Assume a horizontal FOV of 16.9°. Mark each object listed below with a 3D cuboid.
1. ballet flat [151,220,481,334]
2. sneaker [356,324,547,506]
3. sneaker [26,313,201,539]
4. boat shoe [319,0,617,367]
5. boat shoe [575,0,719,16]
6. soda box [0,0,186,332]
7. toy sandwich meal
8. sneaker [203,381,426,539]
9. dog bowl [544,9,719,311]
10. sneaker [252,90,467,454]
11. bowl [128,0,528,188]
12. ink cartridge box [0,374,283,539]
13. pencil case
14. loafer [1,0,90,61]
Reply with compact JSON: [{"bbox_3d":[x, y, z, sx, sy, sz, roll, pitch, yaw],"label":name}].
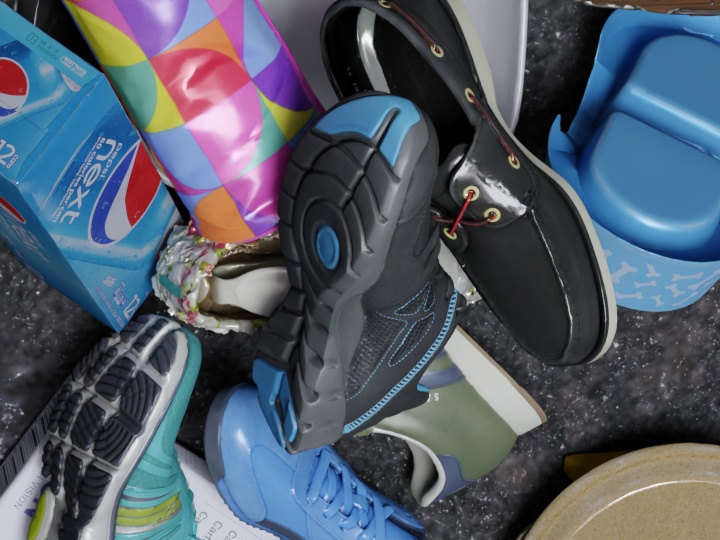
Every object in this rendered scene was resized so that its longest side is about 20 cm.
[{"bbox_3d":[0.000,0.000,1.169,0.199,0.064,0.076,-10,110,-6],"label":"ballet flat"},{"bbox_3d":[0.005,0.045,1.252,0.090,0.067,0.200,-45,115,1],"label":"sneaker"},{"bbox_3d":[-0.117,0.114,1.220,0.079,0.077,0.201,7,110,-35],"label":"sneaker"},{"bbox_3d":[0.047,-0.041,1.111,0.074,0.063,0.202,-32,85,42],"label":"boat shoe"},{"bbox_3d":[0.179,-0.159,1.172,0.199,0.068,0.072,2,78,-15],"label":"boat shoe"},{"bbox_3d":[-0.138,-0.043,1.119,0.068,0.200,0.064,34,78,17],"label":"soda box"},{"bbox_3d":[0.175,0.172,1.339,0.204,0.070,0.206,-2,111,-6],"label":"toy sandwich meal"},{"bbox_3d":[-0.007,0.125,1.251,0.200,0.078,0.066,55,48,-37],"label":"sneaker"},{"bbox_3d":[0.149,-0.056,1.190,0.111,0.200,0.050,26,132,3],"label":"dog bowl"},{"bbox_3d":[0.007,-0.004,1.090,0.082,0.073,0.201,-11,141,-26],"label":"sneaker"},{"bbox_3d":[-0.023,-0.142,1.177,0.199,0.075,0.201,-5,110,-11],"label":"bowl"},{"bbox_3d":[-0.131,0.187,1.291,0.200,0.041,0.200,34,99,-21],"label":"ink cartridge box"},{"bbox_3d":[-0.080,-0.110,1.095,0.088,0.088,0.201,-28,115,-1],"label":"pencil case"},{"bbox_3d":[-0.169,-0.133,1.161,0.071,0.073,0.201,18,108,14],"label":"loafer"}]
